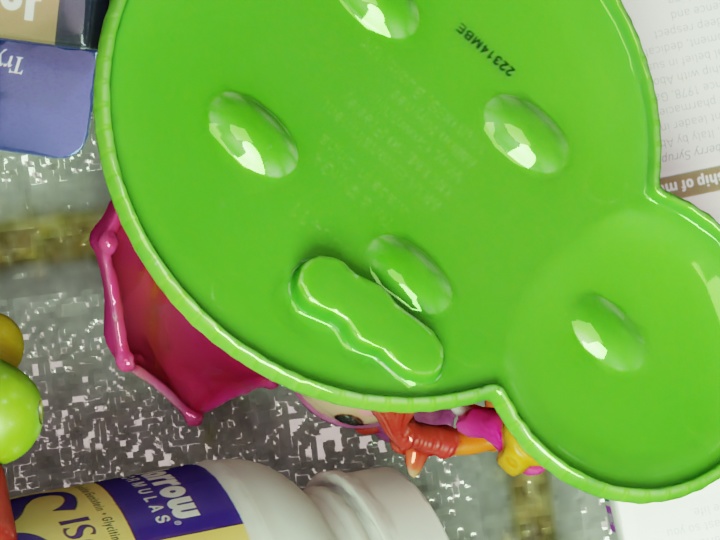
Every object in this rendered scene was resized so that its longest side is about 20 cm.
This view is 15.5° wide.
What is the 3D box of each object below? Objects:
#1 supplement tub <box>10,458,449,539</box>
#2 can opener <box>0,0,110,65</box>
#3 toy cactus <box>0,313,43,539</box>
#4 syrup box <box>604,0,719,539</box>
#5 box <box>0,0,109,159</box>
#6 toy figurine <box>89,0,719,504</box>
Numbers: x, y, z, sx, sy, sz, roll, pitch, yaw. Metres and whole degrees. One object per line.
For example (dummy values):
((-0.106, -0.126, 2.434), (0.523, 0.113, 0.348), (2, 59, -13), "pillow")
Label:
((-0.075, 0.132, 0.735), (0.199, 0.145, 0.146), (-10, 85, -18), "supplement tub")
((-0.083, -0.094, 0.829), (0.199, 0.053, 0.067), (-20, 53, 4), "can opener")
((-0.165, -0.007, 0.703), (0.199, 0.102, 0.166), (12, 82, 22), "toy cactus")
((0.100, 0.009, 0.782), (0.081, 0.079, 0.201), (-11, 86, 5), "syrup box")
((-0.127, -0.138, 0.775), (0.121, 0.032, 0.201), (8, 96, 4), "box")
((0.000, 0.000, 0.745), (0.200, 0.184, 0.150), (40, 68, -4), "toy figurine")
